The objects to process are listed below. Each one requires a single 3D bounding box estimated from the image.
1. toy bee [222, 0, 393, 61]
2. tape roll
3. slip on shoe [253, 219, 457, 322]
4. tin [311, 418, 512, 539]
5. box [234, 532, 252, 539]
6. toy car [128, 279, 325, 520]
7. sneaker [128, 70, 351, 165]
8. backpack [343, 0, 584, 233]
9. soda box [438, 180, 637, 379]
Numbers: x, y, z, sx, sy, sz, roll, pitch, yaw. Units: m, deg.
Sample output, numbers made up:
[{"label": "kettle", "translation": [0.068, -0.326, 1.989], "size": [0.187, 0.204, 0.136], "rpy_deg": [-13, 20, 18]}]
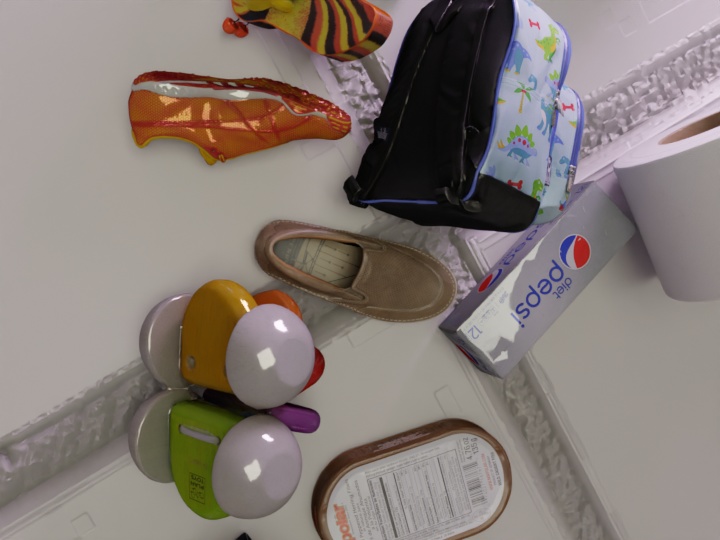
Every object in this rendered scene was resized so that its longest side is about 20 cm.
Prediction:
[{"label": "toy bee", "translation": [-0.066, -0.238, 0.805], "size": [0.130, 0.200, 0.109], "rpy_deg": [17, 120, -45]}, {"label": "tape roll", "translation": [0.355, -0.076, 0.844], "size": [0.201, 0.203, 0.140], "rpy_deg": [-27, 96, -10]}, {"label": "slip on shoe", "translation": [0.000, 0.000, 0.837], "size": [0.198, 0.061, 0.077], "rpy_deg": [20, 87, -12]}, {"label": "tin", "translation": [0.051, 0.213, 0.869], "size": [0.198, 0.042, 0.113], "rpy_deg": [-16, 91, -12]}, {"label": "box", "translation": [-0.119, 0.380, 0.790], "size": [0.198, 0.123, 0.201], "rpy_deg": [-36, 97, -10]}, {"label": "toy car", "translation": [-0.098, 0.111, 0.786], "size": [0.149, 0.174, 0.202], "rpy_deg": [7, 90, -49]}, {"label": "sneaker", "translation": [-0.107, -0.133, 0.817], "size": [0.198, 0.073, 0.078], "rpy_deg": [4, 113, -9]}, {"label": "backpack", "translation": [0.103, -0.137, 0.802], "size": [0.146, 0.182, 0.202], "rpy_deg": [16, 84, -35]}, {"label": "soda box", "translation": [0.170, 0.008, 0.875], "size": [0.068, 0.063, 0.200], "rpy_deg": [44, 82, -9]}]
